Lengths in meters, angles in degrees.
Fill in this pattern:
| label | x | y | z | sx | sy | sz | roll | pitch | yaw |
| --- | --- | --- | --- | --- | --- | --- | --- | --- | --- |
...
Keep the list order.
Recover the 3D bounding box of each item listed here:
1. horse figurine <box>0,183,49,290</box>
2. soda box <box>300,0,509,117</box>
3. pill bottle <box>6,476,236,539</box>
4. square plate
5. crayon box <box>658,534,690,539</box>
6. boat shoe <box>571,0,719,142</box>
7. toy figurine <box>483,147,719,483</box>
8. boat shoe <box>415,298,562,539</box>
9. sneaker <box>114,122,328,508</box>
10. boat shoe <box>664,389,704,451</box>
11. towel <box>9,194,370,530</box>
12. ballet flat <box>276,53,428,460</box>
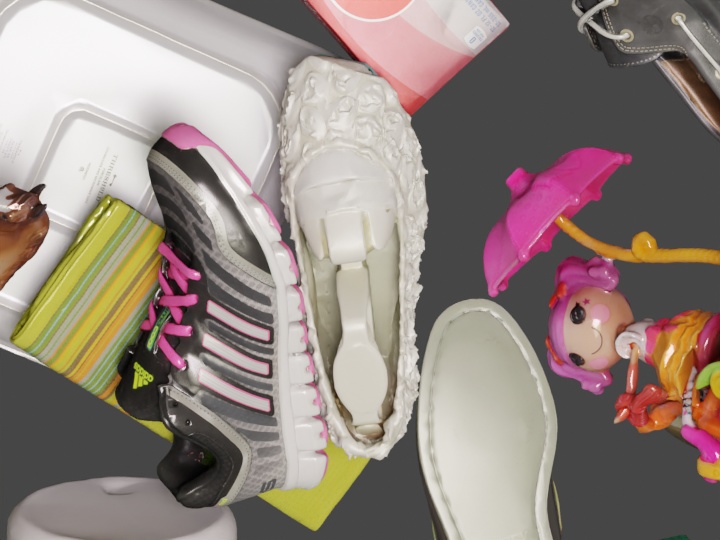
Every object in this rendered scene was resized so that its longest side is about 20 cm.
| label | x | y | z | sx | sy | sz | roll | pitch | yaw |
| --- | --- | --- | --- | --- | --- | --- | --- | --- | --- |
| horse figurine | -0.217 | 0.027 | 1.238 | 0.131 | 0.050 | 0.201 | 3 | 129 | -9 |
| soda box | -0.021 | -0.170 | 1.239 | 0.070 | 0.063 | 0.200 | -42 | 107 | 2 |
| pill bottle | -0.118 | 0.212 | 1.291 | 0.112 | 0.113 | 0.202 | -1 | 104 | -10 |
| square plate | -0.128 | -0.046 | 1.269 | 0.197 | 0.028 | 0.201 | 23 | 99 | -15 |
| crayon box | 0.175 | 0.251 | 1.348 | 0.058 | 0.119 | 0.201 | -15 | 105 | -6 |
| boat shoe | 0.134 | -0.131 | 1.272 | 0.200 | 0.072 | 0.068 | 37 | 91 | -18 |
| toy figurine | 0.145 | 0.018 | 1.266 | 0.150 | 0.183 | 0.201 | -29 | 126 | -46 |
| boat shoe | 0.065 | 0.116 | 1.322 | 0.071 | 0.061 | 0.203 | -9 | 87 | -8 |
| sneaker | -0.075 | 0.031 | 1.222 | 0.087 | 0.074 | 0.201 | -24 | 123 | -19 |
| boat shoe | 0.248 | 0.085 | 1.350 | 0.200 | 0.072 | 0.066 | 18 | 94 | -19 |
| towel | -0.071 | 0.047 | 1.284 | 0.200 | 0.018 | 0.086 | 35 | 96 | -30 |
| ballet flat | 0.000 | 0.000 | 1.240 | 0.071 | 0.072 | 0.201 | -10 | 114 | -7 |
